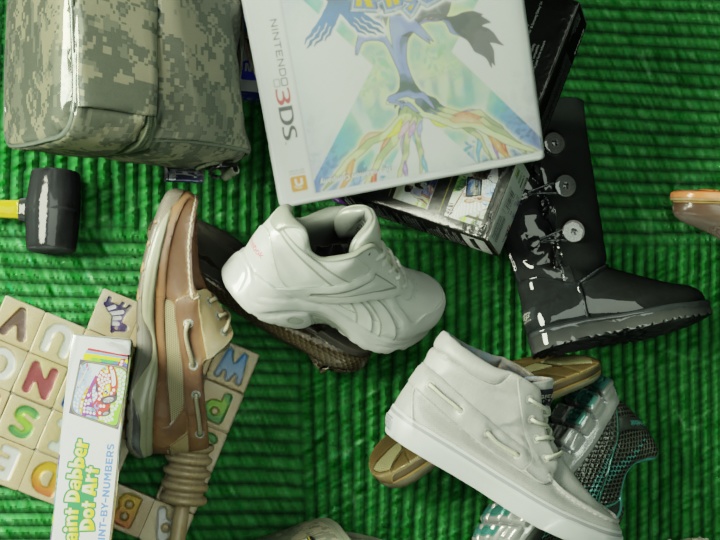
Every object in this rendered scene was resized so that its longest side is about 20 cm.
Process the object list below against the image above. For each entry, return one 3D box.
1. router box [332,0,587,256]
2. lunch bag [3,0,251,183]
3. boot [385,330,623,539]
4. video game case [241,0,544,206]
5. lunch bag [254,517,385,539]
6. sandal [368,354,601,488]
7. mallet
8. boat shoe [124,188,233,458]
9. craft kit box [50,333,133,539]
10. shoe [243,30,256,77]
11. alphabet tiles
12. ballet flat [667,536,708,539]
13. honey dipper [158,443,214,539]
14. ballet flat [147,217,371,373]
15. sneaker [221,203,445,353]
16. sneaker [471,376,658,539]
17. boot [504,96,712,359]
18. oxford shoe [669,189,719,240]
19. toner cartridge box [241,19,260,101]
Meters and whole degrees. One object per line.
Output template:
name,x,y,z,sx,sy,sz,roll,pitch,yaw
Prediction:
router box,0.072,-0.130,1.130,0.148,0.051,0.201,20,82,20
lunch bag,-0.155,-0.169,1.030,0.167,0.139,0.201,2,86,-32
boot,0.123,0.125,1.066,0.199,0.074,0.096,30,93,-4
video game case,0.023,-0.152,1.040,0.199,0.022,0.183,-11,105,-3
lunch bag,-0.012,0.254,1.064,0.199,0.164,0.118,17,89,-11
sandal,0.101,0.123,1.143,0.199,0.080,0.054,-30,108,-10
mallet,-0.309,-0.038,1.089,0.199,0.041,0.066,-5,85,-8
boat shoe,-0.129,0.040,1.060,0.071,0.076,0.201,6,104,-7
craft kit box,-0.189,0.144,1.010,0.048,0.200,0.199,8,85,-9
shoe,-0.054,-0.208,1.085,0.091,0.071,0.201,-27,94,-14
alphabet tiles,-0.199,0.103,1.115,0.199,0.008,0.168,24,83,-10
ballet flat,0.209,0.266,1.160,0.199,0.064,0.076,-24,92,-11
honey dipper,-0.144,0.230,1.101,0.038,0.038,0.201,9,89,-11
ballet flat,-0.081,0.023,1.123,0.199,0.068,0.046,30,125,-9
sneaker,0.000,0.000,1.085,0.199,0.078,0.100,10,126,-41
sneaker,0.166,0.186,1.152,0.091,0.078,0.200,39,82,-11
boot,0.187,-0.042,1.169,0.164,0.066,0.201,-8,74,-21
oxford shoe,0.342,-0.015,1.200,0.199,0.071,0.073,19,88,-10
toner cartridge box,-0.134,-0.187,1.126,0.199,0.043,0.096,4,87,-11
